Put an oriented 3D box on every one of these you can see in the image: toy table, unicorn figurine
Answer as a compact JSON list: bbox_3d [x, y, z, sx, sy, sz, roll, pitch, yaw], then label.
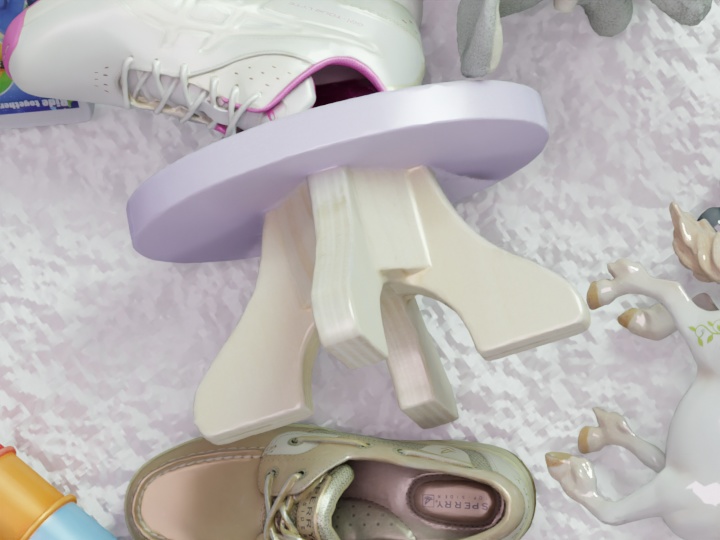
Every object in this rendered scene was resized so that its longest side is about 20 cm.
[{"bbox_3d":[0.000,0.000,1.305,0.199,0.184,0.118,-21,70,22],"label":"toy table"},{"bbox_3d":[0.160,0.081,1.314,0.137,0.074,0.201,20,118,31],"label":"unicorn figurine"}]

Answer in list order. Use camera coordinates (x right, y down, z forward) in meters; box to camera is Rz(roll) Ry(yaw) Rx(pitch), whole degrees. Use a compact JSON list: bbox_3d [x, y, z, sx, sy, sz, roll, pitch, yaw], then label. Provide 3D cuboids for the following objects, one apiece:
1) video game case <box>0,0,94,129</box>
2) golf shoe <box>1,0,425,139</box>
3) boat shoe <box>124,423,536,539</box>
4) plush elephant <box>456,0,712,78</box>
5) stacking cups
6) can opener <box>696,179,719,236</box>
[{"bbox_3d":[-0.214,-0.149,1.342,0.143,0.018,0.200,-4,128,8],"label":"video game case"},{"bbox_3d":[-0.065,-0.096,1.323,0.199,0.075,0.092,-6,55,-5],"label":"golf shoe"},{"bbox_3d":[-0.019,0.109,1.350,0.199,0.065,0.072,0,90,10],"label":"boat shoe"},{"bbox_3d":[0.101,-0.161,1.300,0.199,0.155,0.165,20,49,-23],"label":"plush elephant"},{"bbox_3d":[-0.135,0.137,1.372,0.200,0.060,0.061,43,96,11],"label":"stacking cups"},{"bbox_3d":[0.249,0.011,1.310,0.200,0.067,0.053,28,94,7],"label":"can opener"}]
